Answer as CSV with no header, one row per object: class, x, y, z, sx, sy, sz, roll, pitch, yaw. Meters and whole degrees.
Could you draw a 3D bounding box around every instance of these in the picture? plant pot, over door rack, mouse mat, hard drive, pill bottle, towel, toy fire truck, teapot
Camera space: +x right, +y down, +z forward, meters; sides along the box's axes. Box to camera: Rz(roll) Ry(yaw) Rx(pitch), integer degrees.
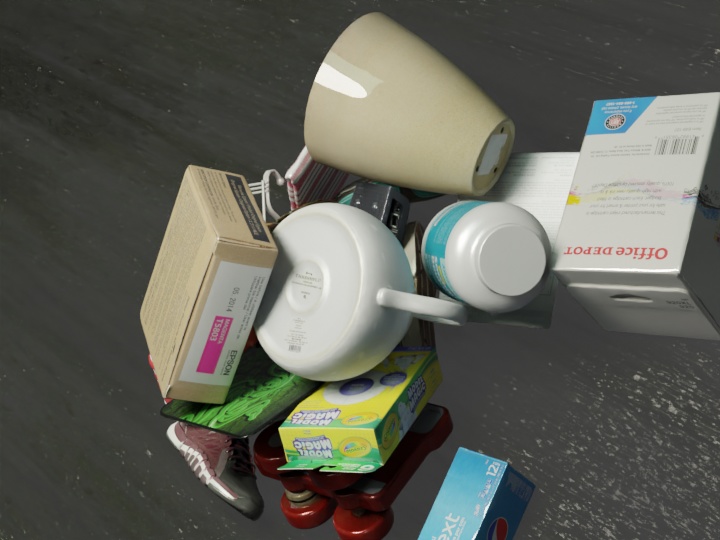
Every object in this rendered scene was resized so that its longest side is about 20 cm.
plant pot,0.068,-0.168,1.593,0.199,0.187,0.189,28,80,25
over door rack,-0.166,-0.022,1.840,0.146,0.066,0.203,-7,72,36
mouse mat,-0.105,0.120,1.536,0.160,0.008,0.199,7,33,45
hard drive,0.000,0.000,1.639,0.135,0.042,0.203,-162,89,-71
pill bottle,0.132,-0.016,1.452,0.111,0.110,0.200,-52,8,-3
towel,-0.049,-0.130,1.724,0.030,0.200,0.147,26,71,11
toy fire truck,-0.013,0.197,1.546,0.198,0.113,0.168,10,44,42
teapot,-0.009,0.028,1.486,0.197,0.145,0.201,-45,54,25

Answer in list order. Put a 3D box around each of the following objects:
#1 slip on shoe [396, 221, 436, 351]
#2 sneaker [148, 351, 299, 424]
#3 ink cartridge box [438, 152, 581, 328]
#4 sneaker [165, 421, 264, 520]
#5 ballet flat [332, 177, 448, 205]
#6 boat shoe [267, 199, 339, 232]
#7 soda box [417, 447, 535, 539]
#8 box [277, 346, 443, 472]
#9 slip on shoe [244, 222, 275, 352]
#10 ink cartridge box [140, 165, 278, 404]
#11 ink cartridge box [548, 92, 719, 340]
slip on shoe,0.051,0.036,1.612,0.060,0.076,0.203,-13,62,21
sneaker,-0.152,0.118,1.627,0.197,0.113,0.072,-5,42,18
ink cartridge box,0.178,-0.033,1.588,0.161,0.050,0.203,3,79,40
sneaker,-0.149,0.201,1.663,0.116,0.076,0.200,-49,43,-4
ballet flat,0.054,-0.111,1.714,0.198,0.068,0.064,-23,13,14
boat shoe,-0.081,-0.037,1.622,0.075,0.075,0.202,-49,-4,33
soda box,0.098,0.287,1.410,0.067,0.064,0.202,13,71,43
box,-0.003,0.146,1.470,0.116,0.049,0.200,-3,27,27
slip on shoe,-0.135,0.034,1.703,0.073,0.061,0.202,20,88,33
ink cartridge box,-0.167,0.015,1.510,0.202,0.074,0.165,-67,29,25
ink cartridge box,0.303,-0.052,1.412,0.146,0.145,0.202,2,63,39
